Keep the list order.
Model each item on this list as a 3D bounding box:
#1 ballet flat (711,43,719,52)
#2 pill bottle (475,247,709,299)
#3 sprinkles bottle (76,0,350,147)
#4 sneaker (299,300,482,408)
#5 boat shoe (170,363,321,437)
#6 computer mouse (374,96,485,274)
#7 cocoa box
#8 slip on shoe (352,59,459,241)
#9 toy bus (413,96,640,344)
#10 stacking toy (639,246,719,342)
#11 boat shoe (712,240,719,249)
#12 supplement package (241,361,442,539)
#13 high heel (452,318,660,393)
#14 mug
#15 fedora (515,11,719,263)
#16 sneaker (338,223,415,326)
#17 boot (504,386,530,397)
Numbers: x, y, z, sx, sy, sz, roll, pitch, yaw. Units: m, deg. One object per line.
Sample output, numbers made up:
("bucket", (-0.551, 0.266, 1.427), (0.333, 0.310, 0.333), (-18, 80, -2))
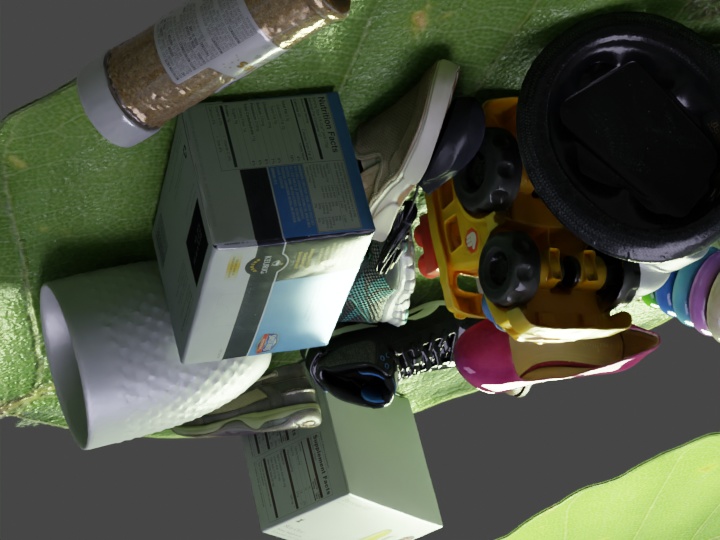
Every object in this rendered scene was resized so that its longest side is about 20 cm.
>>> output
("ballet flat", (0.334, -0.167, 1.538), (0.199, 0.068, 0.064), (-8, -179, -13))
("pill bottle", (0.208, -0.019, 1.665), (0.113, 0.114, 0.199), (12, 151, -43))
("sprinkles bottle", (-0.103, -0.159, 1.293), (0.199, 0.069, 0.068), (-28, 151, 24))
("sneaker", (0.044, 0.088, 1.758), (0.199, 0.112, 0.074), (-4, 119, -9))
("boat shoe", (-0.115, 0.127, 1.858), (0.199, 0.074, 0.074), (-9, 172, 41))
("computer mouse", (0.058, -0.063, 1.511), (0.034, 0.059, 0.200), (22, 136, -5))
("cocoa box", (-0.081, -0.031, 1.484), (0.130, 0.134, 0.200), (-7, 153, -17))
("slip on shoe", (0.023, -0.099, 1.492), (0.060, 0.076, 0.200), (22, 145, -4))
("toy bus", (0.119, -0.018, 1.559), (0.135, 0.201, 0.192), (4, 157, -34))
("stacking toy", (0.277, 0.000, 1.719), (0.199, 0.086, 0.085), (23, -177, 41))
("boat shoe", (0.347, -0.036, 1.750), (0.060, 0.073, 0.202), (-17, 174, -19))
("supplement package", (-0.022, 0.202, 1.957), (0.110, 0.157, 0.200), (-27, 151, 23))
("high heel", (0.170, 0.068, 1.608), (0.096, 0.068, 0.199), (-14, 165, 42))
("mug", (-0.182, 0.062, 1.635), (0.174, 0.149, 0.200), (-14, -174, -19))
("fedora", (0.215, -0.099, 1.464), (0.199, 0.202, 0.092), (-15, 171, 0))
("sneaker", (0.000, 0.000, 1.665), (0.091, 0.078, 0.200), (-7, 152, -7))
("boot", (0.073, 0.089, 1.887), (0.199, 0.064, 0.187), (-15, 141, -7))
